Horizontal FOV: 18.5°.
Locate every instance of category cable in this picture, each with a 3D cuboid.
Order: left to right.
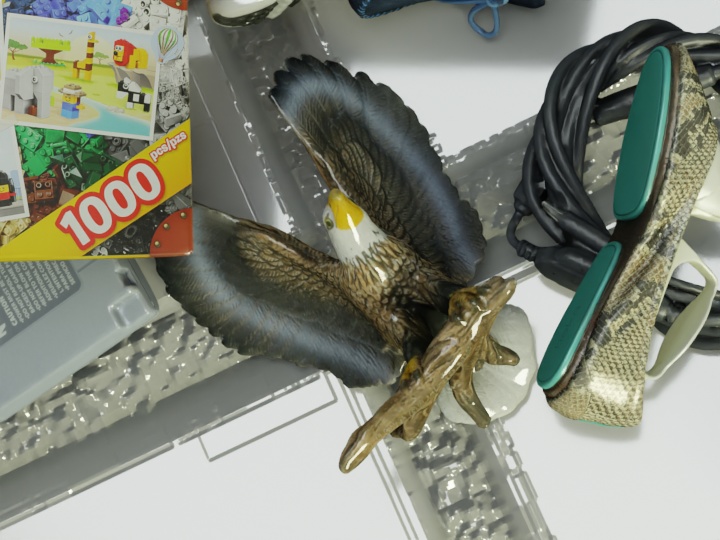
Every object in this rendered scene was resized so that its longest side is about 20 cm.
[{"bbox_3d":[0.187,-0.045,1.204,0.198,0.051,0.164,22,81,12],"label":"cable"}]

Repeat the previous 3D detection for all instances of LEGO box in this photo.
[{"bbox_3d":[-0.190,-0.079,1.132,0.198,0.077,0.151,-2,91,-14],"label":"LEGO box"}]

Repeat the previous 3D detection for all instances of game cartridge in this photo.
[{"bbox_3d":[-0.212,-0.025,1.242,0.133,0.040,0.201,-32,77,9],"label":"game cartridge"}]

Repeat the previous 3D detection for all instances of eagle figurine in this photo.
[{"bbox_3d":[-0.001,-0.006,1.187,0.151,0.152,0.200,-16,38,-32],"label":"eagle figurine"}]

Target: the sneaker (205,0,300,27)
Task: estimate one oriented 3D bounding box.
[{"bbox_3d":[-0.021,-0.209,1.210,0.200,0.075,0.081,-45,99,-22],"label":"sneaker"}]

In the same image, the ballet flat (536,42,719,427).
[{"bbox_3d":[0.155,-0.013,1.150,0.075,0.068,0.202,19,87,-12],"label":"ballet flat"}]

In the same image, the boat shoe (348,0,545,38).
[{"bbox_3d":[0.088,-0.177,1.213,0.198,0.084,0.069,-22,84,6],"label":"boat shoe"}]
